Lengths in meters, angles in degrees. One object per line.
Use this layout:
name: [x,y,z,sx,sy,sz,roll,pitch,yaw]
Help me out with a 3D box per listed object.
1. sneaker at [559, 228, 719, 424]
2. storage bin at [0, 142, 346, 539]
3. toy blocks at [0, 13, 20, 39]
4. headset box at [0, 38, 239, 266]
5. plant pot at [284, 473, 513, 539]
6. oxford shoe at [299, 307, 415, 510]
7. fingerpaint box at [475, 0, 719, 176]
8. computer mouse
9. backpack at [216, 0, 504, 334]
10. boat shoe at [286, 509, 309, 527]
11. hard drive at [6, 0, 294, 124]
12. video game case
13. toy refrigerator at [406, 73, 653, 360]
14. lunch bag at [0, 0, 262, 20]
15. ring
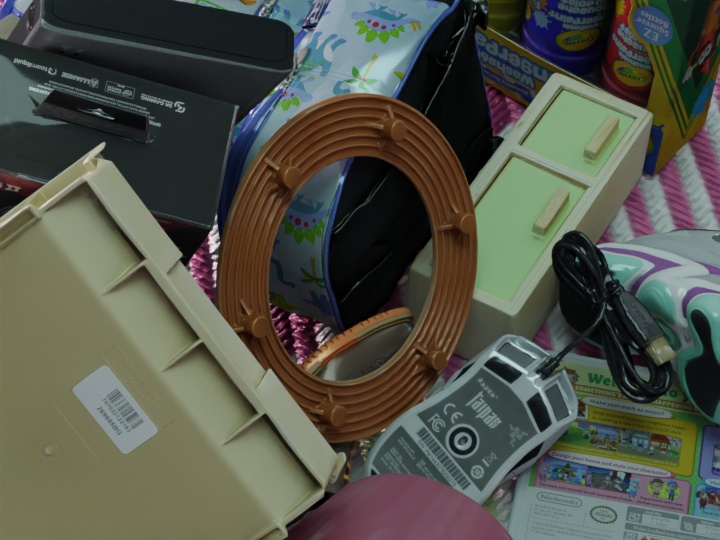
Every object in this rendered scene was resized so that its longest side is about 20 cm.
sneaker: [0.235,0.022,1.250,0.140,0.078,0.200,-21,41,-35]
storage bin: [-0.141,0.072,1.005,0.200,0.198,0.094,53,18,-7]
toy blocks: [-0.210,-0.070,1.265,0.200,0.100,0.137,42,40,3]
headset box: [-0.160,-0.049,1.108,0.148,0.200,0.077,15,68,-12]
plant pot: [0.000,0.207,1.047,0.199,0.200,0.179,20,37,14]
oxford shoe: [-0.027,0.100,1.209,0.073,0.071,0.200,44,67,9]
fingerpaint box: [0.145,-0.183,1.371,0.200,0.167,0.073,33,54,21]
computer mouse: [0.085,0.078,1.201,0.200,0.044,0.110,-39,81,1]
backpack: [-0.017,-0.071,1.269,0.147,0.183,0.200,18,60,21]
boat shoe: [-0.124,0.129,1.117,0.200,0.068,0.072,-27,58,18]
hard drive: [-0.138,-0.100,1.146,0.139,0.200,0.033,8,72,-22]
video game case: [0.191,0.139,1.205,0.199,0.022,0.182,10,51,7]
toy refrigerator: [0.110,-0.035,1.312,0.076,0.070,0.200,25,54,18]
lunch bag: [-0.120,-0.170,1.382,0.170,0.124,0.200,34,50,21]
ring: [0.000,0.000,1.159,0.019,0.201,0.200,12,44,46]
